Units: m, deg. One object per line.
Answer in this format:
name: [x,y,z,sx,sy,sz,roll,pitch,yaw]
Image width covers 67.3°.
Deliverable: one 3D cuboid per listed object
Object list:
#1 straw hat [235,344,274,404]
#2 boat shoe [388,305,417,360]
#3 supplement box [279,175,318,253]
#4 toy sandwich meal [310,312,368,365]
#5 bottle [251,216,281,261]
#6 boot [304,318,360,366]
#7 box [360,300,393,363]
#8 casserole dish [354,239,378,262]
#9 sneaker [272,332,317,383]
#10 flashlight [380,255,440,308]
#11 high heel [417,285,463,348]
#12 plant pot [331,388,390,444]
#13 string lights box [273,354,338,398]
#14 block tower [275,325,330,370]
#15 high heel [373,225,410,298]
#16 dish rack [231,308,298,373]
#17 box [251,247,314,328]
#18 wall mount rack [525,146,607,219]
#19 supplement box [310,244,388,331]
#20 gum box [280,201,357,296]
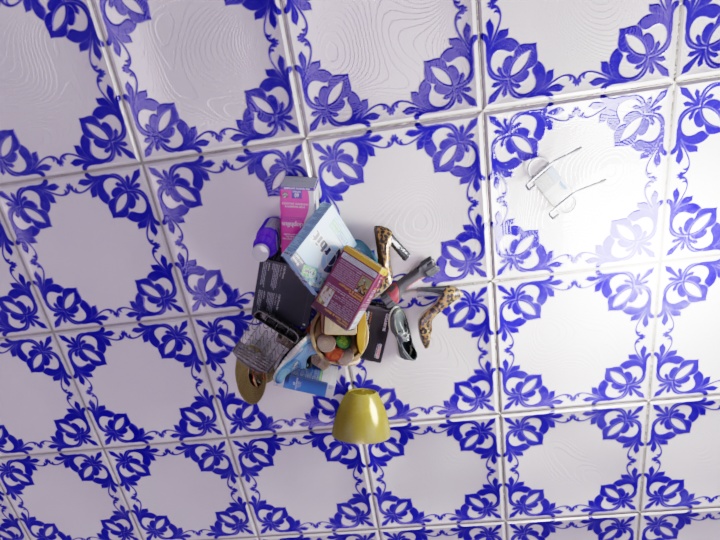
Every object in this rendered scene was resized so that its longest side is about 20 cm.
straw hat: [-0.329,0.338,1.792,0.084,0.201,0.204,-1,124,-44]
boat shoe: [0.139,0.201,1.700,0.072,0.061,0.203,-33,125,-30]
supplement box: [-0.174,-0.158,1.555,0.099,0.104,0.204,2,116,1]
toy sandwich meal: [-0.058,0.180,1.621,0.201,0.070,0.210,3,77,-13]
bottle: [-0.262,-0.086,1.538,0.064,0.201,0.085,0,113,4]
boot: [-0.083,0.224,1.687,0.197,0.075,0.109,23,111,-1]
box: [-0.008,0.184,1.727,0.194,0.050,0.203,13,115,-1]
casserole dish: [0.000,0.000,1.649,0.120,0.039,0.201,-33,107,16]
sneaker: [-0.196,0.287,1.662,0.090,0.079,0.200,40,114,-5]
flashlight: [0.150,0.037,1.644,0.198,0.068,0.068,-35,99,13]
high heel: [0.248,0.147,1.668,0.139,0.071,0.204,-1,105,11]
plant pot: [0.004,0.473,1.795,0.195,0.200,0.145,1,90,3]
string lights box: [-0.177,0.347,1.780,0.196,0.103,0.060,13,116,-2]
block tower: [-0.176,0.249,1.763,0.198,0.054,0.058,32,112,-11]
high heel: [0.044,-0.025,1.584,0.142,0.071,0.201,44,74,-20]
dish rack: [-0.294,0.223,1.640,0.152,0.055,0.201,34,106,-11]
box: [-0.222,0.050,1.649,0.178,0.105,0.203,14,115,-2]
wall mount rack: [0.558,-0.242,1.483,0.173,0.075,0.200,-40,107,19]
supplement box: [-0.028,0.050,1.524,0.130,0.103,0.202,32,93,12]
gum box: [-0.111,-0.059,1.520,0.044,0.201,0.171,19,153,41]
